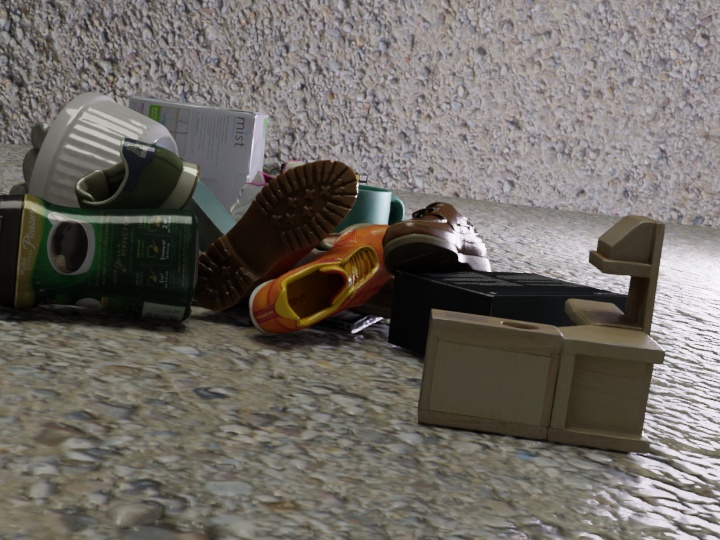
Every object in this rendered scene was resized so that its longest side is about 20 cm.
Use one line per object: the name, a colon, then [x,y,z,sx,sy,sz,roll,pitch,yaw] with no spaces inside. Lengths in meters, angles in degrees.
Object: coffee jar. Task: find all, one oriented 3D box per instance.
coffee jar: [-0.252,-0.012,1.050,0.197,0.106,0.085,6,-15,-15]

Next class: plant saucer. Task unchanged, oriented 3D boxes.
plant saucer: [-0.174,-0.054,1.270,0.201,0.039,0.201,49,3,-3]

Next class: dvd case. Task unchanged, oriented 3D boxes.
dvd case: [-0.077,0.034,1.223,0.198,0.016,0.149,11,10,17]

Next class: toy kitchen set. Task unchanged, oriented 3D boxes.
toy kitchen set: [0.144,0.030,0.920,0.178,0.165,0.200,7,8,1]

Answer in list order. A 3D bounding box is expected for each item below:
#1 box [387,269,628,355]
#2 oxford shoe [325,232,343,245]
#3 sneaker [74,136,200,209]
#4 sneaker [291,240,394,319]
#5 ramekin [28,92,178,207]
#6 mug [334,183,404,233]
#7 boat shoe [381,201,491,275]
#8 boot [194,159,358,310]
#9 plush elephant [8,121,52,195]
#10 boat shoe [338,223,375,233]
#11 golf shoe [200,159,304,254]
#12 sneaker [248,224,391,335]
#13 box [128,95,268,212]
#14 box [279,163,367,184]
box: [0.147,0.048,1.107,0.198,0.080,0.140,2,6,-38]
oxford shoe: [0.000,0.000,1.351,0.197,0.072,0.071,7,13,-14]
sneaker: [-0.249,-0.063,1.129,0.089,0.200,0.068,29,40,-28]
sneaker: [0.008,0.001,1.200,0.198,0.077,0.070,15,11,27]
ramekin: [-0.290,-0.095,1.313,0.104,0.203,0.200,18,10,9]
mug: [-0.023,-0.063,1.596,0.183,0.116,0.152,7,7,-8]
boat shoe: [0.070,-0.032,1.145,0.071,0.069,0.200,-15,-15,21]
boot: [-0.075,-0.040,1.130,0.199,0.075,0.107,-37,-8,17]
plush elephant: [-0.398,-0.133,1.563,0.154,0.165,0.201,31,26,-19]
boat shoe: [-0.013,-0.013,1.447,0.198,0.072,0.064,-13,24,-40]
golf shoe: [-0.133,-0.070,1.420,0.198,0.092,0.075,-24,-1,16]
sneaker: [-0.017,0.010,1.098,0.077,0.074,0.199,-15,14,48]
box: [-0.224,-0.122,1.516,0.174,0.203,0.097,7,8,5]
box: [-0.102,-0.261,3.155,0.198,0.050,0.159,11,6,27]
